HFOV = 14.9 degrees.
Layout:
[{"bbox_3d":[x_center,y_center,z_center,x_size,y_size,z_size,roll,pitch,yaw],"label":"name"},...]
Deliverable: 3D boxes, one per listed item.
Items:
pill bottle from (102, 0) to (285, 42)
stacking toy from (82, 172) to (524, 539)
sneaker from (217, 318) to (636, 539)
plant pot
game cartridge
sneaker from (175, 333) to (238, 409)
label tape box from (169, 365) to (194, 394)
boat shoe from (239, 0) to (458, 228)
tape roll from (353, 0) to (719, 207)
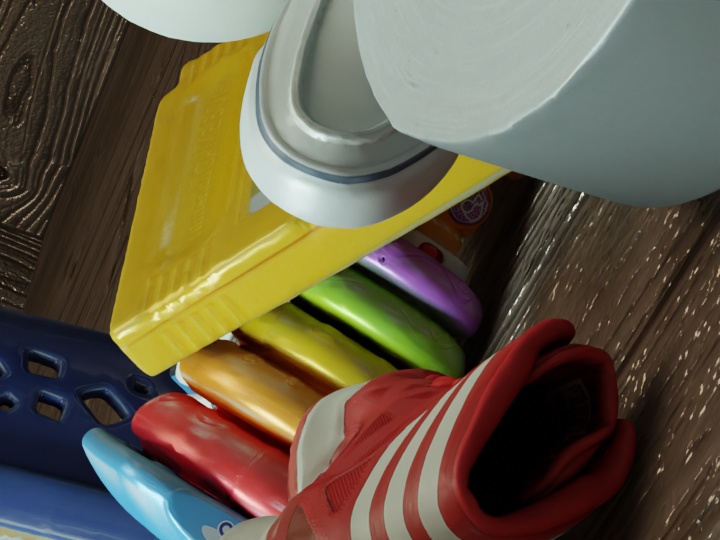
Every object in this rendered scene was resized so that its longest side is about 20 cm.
[{"bbox_3d":[-0.037,-0.170,0.886,0.200,0.113,0.113,110,174,-56],"label":"pill bottle"},{"bbox_3d":[0.002,0.021,0.966,0.200,0.116,0.110,-58,14,-6],"label":"stacking toy"},{"bbox_3d":[0.037,0.058,0.792,0.115,0.078,0.200,-32,8,19],"label":"sneaker"},{"bbox_3d":[-0.207,0.151,1.558,0.180,0.200,0.200,-103,32,-60],"label":"plant pot"},{"bbox_3d":[0.004,-0.066,0.966,0.200,0.032,0.176,-29,28,21],"label":"game cartridge"},{"bbox_3d":[0.000,0.000,1.093,0.200,0.077,0.091,-66,31,20],"label":"sneaker"},{"bbox_3d":[-0.039,0.019,1.239,0.143,0.066,0.200,154,136,-77],"label":"label tape box"},{"bbox_3d":[0.017,-0.099,0.861,0.065,0.073,0.200,101,-172,-48],"label":"boat shoe"},{"bbox_3d":[0.072,-0.121,0.730,0.200,0.066,0.201,-43,40,50],"label":"tape roll"}]
